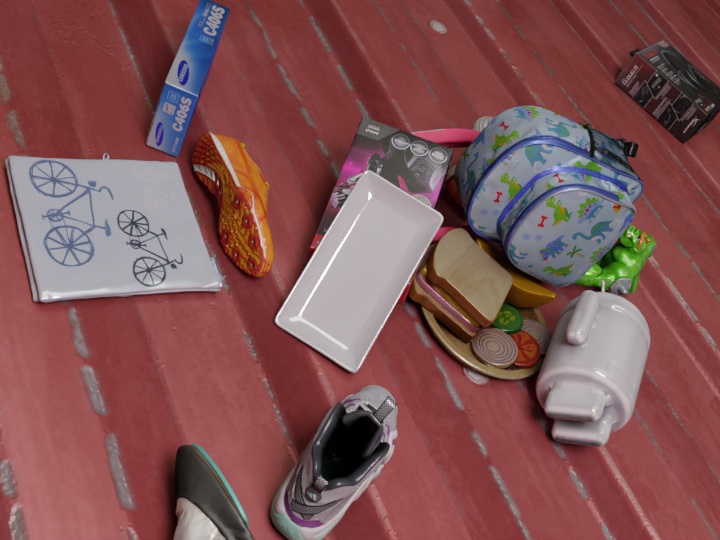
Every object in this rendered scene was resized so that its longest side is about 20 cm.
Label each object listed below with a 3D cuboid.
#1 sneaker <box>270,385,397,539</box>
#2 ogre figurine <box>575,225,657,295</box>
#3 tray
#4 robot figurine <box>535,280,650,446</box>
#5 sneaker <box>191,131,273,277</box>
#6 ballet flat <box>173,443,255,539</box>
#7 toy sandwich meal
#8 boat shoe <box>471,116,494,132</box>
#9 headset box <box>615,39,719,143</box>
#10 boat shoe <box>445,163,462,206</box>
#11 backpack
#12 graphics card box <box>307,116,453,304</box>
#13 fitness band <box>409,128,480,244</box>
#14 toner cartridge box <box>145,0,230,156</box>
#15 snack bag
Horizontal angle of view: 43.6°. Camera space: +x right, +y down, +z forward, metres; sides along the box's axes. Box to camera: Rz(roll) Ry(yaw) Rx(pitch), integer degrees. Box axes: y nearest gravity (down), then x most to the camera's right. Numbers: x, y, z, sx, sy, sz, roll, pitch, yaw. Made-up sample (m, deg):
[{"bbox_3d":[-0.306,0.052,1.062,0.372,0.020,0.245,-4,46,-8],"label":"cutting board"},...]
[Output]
[{"bbox_3d":[0.003,0.149,0.825,0.077,0.141,0.201,34,41,3],"label":"sneaker"},{"bbox_3d":[0.340,-0.029,1.253,0.118,0.100,0.199,27,22,21],"label":"ogre figurine"},{"bbox_3d":[0.000,0.000,0.984,0.106,0.022,0.202,30,78,6],"label":"tray"},{"bbox_3d":[0.272,0.107,1.045,0.111,0.172,0.202,4,44,29],"label":"robot figurine"},{"bbox_3d":[-0.128,-0.080,1.019,0.076,0.073,0.203,7,49,-40],"label":"sneaker"},{"bbox_3d":[-0.108,0.233,0.734,0.068,0.068,0.200,-29,69,-36],"label":"ballet flat"},{"bbox_3d":[0.154,0.036,1.083,0.201,0.071,0.208,18,43,-17],"label":"toy sandwich meal"},{"bbox_3d":[0.245,-0.156,1.235,0.198,0.068,0.073,36,54,-12],"label":"boat shoe"},{"bbox_3d":[0.597,-0.356,1.739,0.200,0.078,0.148,47,43,14],"label":"headset box"},{"bbox_3d":[0.193,-0.141,1.281,0.198,0.071,0.063,-29,80,-43],"label":"boat shoe"},{"bbox_3d":[0.224,-0.092,1.090,0.197,0.184,0.149,21,38,-23],"label":"backpack"},{"bbox_3d":[0.026,-0.075,1.063,0.123,0.051,0.203,19,60,3],"label":"graphics card box"},{"bbox_3d":[0.114,-0.109,1.171,0.196,0.037,0.148,-7,87,-25],"label":"fitness band"},{"bbox_3d":[-0.209,-0.241,1.101,0.042,0.096,0.203,19,42,-12],"label":"toner cartridge box"},{"bbox_3d":[-0.257,-0.048,0.942,0.196,0.022,0.191,-3,53,-34],"label":"snack bag"}]
